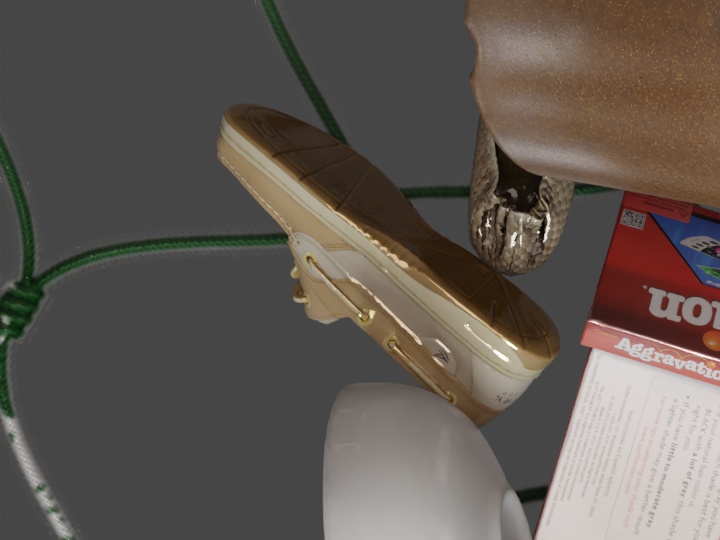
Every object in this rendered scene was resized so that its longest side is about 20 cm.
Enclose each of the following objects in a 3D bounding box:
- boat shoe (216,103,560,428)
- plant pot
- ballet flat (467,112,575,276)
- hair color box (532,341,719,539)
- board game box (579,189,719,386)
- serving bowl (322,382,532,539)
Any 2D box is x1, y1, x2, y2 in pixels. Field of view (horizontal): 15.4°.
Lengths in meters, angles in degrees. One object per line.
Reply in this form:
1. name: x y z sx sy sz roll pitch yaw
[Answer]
1. boat shoe: 0.000 0.000 1.277 0.200 0.074 0.069 41 116 14
2. plant pot: 0.166 -0.110 1.193 0.198 0.200 0.201 7 86 37
3. ballet flat: 0.084 -0.097 1.290 0.067 0.046 0.200 9 87 3
4. hair color box: 0.191 0.109 1.261 0.200 0.064 0.111 17 86 6
5. board game box: 0.210 0.025 1.255 0.200 0.019 0.103 17 44 4
6. serving bowl: 0.042 0.145 1.194 0.066 0.200 0.201 -10 85 13
